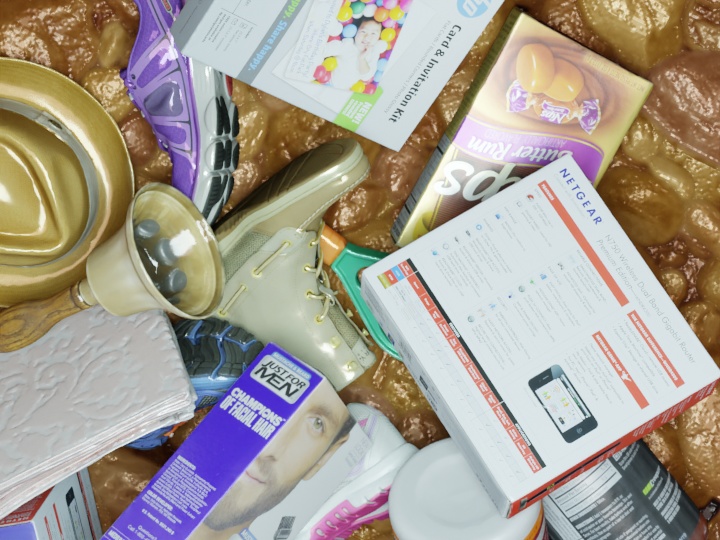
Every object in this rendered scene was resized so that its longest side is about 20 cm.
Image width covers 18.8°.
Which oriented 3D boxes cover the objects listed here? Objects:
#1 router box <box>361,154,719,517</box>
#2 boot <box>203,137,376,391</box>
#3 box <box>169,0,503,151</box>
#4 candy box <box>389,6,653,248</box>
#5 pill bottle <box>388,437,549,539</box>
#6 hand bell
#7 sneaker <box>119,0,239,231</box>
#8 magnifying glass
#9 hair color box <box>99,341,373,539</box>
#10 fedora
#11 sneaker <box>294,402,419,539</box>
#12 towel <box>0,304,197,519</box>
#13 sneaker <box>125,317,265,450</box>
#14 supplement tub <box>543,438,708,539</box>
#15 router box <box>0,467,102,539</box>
[{"bbox_3d":[0.127,0.045,1.556,0.179,0.049,0.200,-29,73,-11],"label":"router box"},{"bbox_3d":[-0.033,0.006,1.625,0.200,0.073,0.155,-37,101,27],"label":"boot"},{"bbox_3d":[-0.014,-0.189,1.575,0.200,0.041,0.156,23,113,-33],"label":"box"},{"bbox_3d":[0.120,-0.083,1.649,0.117,0.056,0.200,27,99,-9],"label":"candy box"},{"bbox_3d":[0.089,0.226,1.637,0.113,0.113,0.200,-15,135,-1],"label":"pill bottle"},{"bbox_3d":[-0.208,0.021,1.599,0.200,0.104,0.104,-25,102,29],"label":"hand bell"},{"bbox_3d":[-0.138,-0.126,1.628,0.083,0.081,0.200,-4,92,11],"label":"sneaker"},{"bbox_3d":[0.000,0.000,1.668,0.200,0.022,0.080,37,111,-4],"label":"magnifying glass"},{"bbox_3d":[-0.090,0.163,1.574,0.200,0.065,0.109,-51,144,-13],"label":"hair color box"},{"bbox_3d":[-0.265,-0.060,1.616,0.200,0.082,0.201,-1,101,-3],"label":"fedora"},{"bbox_3d":[-0.042,0.173,1.676,0.200,0.081,0.088,-33,66,8],"label":"sneaker"},{"bbox_3d":[-0.220,0.090,1.593,0.191,0.200,0.032,-26,121,0],"label":"towel"},{"bbox_3d":[-0.150,0.092,1.644,0.200,0.075,0.078,-11,124,26],"label":"sneaker"},{"bbox_3d":[0.169,0.154,1.669,0.107,0.107,0.200,-39,99,4],"label":"supplement tub"},{"bbox_3d":[-0.226,0.253,1.625,0.049,0.180,0.200,-10,100,6],"label":"router box"}]
